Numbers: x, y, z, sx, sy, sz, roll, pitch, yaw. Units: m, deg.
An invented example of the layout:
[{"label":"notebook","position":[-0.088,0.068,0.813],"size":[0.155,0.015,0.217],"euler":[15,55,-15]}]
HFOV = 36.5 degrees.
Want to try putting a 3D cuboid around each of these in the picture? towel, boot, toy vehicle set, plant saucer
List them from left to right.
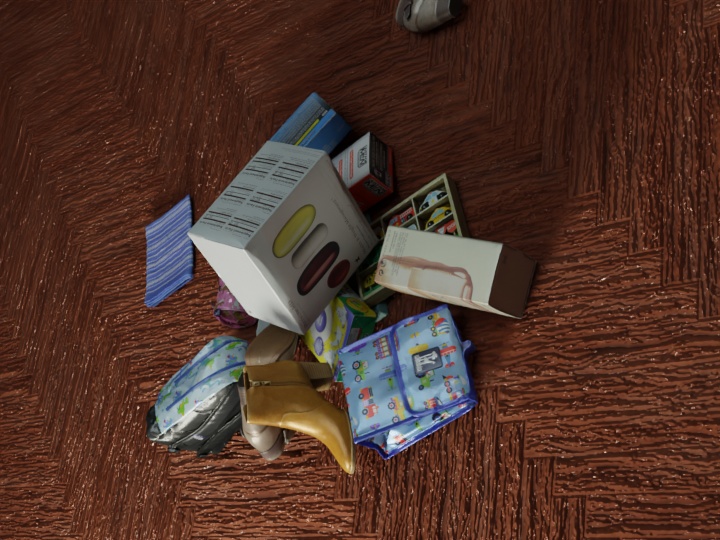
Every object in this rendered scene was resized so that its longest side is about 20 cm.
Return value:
[{"label":"towel","position":[-0.386,-0.038,2.190],"size":[0.144,0.024,0.202],"euler":[-32,50,33]},{"label":"boot","position":[-0.133,0.189,1.714],"size":[0.069,0.148,0.201],"euler":[1,37,29]},{"label":"boot","position":[-0.093,0.215,1.573],"size":[0.071,0.142,0.203],"euler":[105,152,-44]},{"label":"plant saucer","position":[0.000,0.000,1.754],"size":[0.070,0.019,0.202],"euler":[-34,48,31]},{"label":"toy vehicle set","position":[0.073,-0.045,1.675],"size":[0.199,0.026,0.126],"euler":[-33,50,26]},{"label":"boot","position":[0.127,-0.495,1.822],"size":[0.145,0.070,0.203],"euler":[14,81,52]}]

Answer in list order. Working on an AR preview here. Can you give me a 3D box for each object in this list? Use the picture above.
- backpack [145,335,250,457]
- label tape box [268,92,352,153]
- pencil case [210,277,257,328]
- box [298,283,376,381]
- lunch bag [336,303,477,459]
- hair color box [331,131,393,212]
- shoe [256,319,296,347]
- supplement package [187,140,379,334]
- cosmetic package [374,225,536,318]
[{"label":"backpack","position":[-0.235,0.203,1.794],"size":[0.199,0.162,0.156],"euler":[-32,54,36]},{"label":"label tape box","position":[-0.088,-0.216,1.858],"size":[0.144,0.063,0.200],"euler":[-47,23,5]},{"label":"pencil case","position":[-0.215,-0.003,1.943],"size":[0.083,0.085,0.203],"euler":[127,150,-63]},{"label":"box","position":[-0.048,0.074,1.715],"size":[0.200,0.048,0.119],"euler":[46,126,54]},{"label":"lunch bag","position":[0.080,0.152,1.552],"size":[0.198,0.094,0.152],"euler":[-29,54,22]},{"label":"hair color box","position":[-0.036,-0.131,1.813],"size":[0.199,0.061,0.103],"euler":[-33,39,34]},{"label":"shoe","position":[-0.135,0.056,1.840],"size":[0.070,0.091,0.204],"euler":[-3,93,9]},{"label":"supplement package","position":[-0.113,-0.051,1.651],"size":[0.146,0.192,0.201],"euler":[15,59,45]},{"label":"cosmetic package","position":[0.130,0.001,1.522],"size":[0.198,0.103,0.089],"euler":[10,83,41]}]
